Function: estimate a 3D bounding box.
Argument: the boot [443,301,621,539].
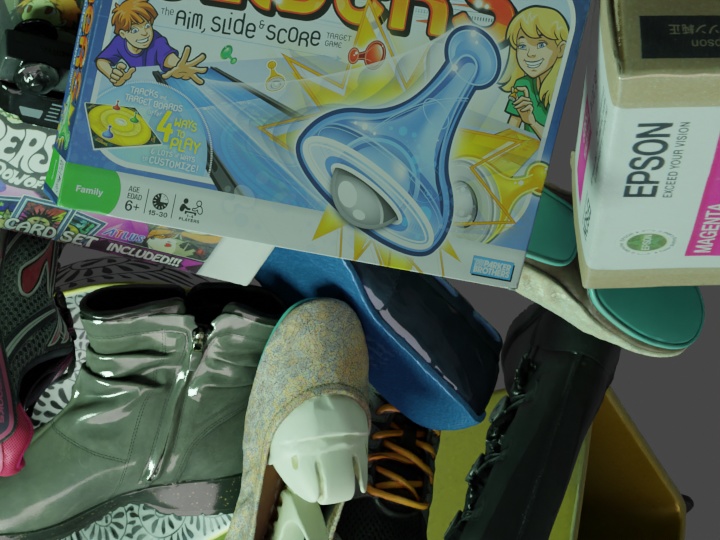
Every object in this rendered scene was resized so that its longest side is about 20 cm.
[{"bbox_3d":[0.090,0.112,1.032,0.065,0.201,0.165,19,150,5],"label":"boot"}]

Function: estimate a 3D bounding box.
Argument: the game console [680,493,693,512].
[{"bbox_3d":[0.129,0.232,1.392,0.199,0.172,0.118,12,179,-21],"label":"game console"}]

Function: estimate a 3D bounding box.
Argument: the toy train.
[{"bbox_3d":[-0.057,-0.060,0.769,0.199,0.034,0.046,12,139,-23],"label":"toy train"}]

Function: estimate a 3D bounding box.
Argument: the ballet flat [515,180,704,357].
[{"bbox_3d":[0.100,-0.012,0.959,0.199,0.068,0.062,30,161,-36],"label":"ballet flat"}]

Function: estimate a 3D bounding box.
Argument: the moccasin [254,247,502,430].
[{"bbox_3d":[0.000,0.000,0.953,0.080,0.068,0.200,-6,133,44],"label":"moccasin"}]

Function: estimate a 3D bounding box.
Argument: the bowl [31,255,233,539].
[{"bbox_3d":[-0.135,0.059,1.024,0.199,0.094,0.202,-6,129,-8],"label":"bowl"}]

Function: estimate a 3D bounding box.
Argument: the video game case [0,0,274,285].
[{"bbox_3d":[-0.100,-0.078,0.796,0.199,0.036,0.181,14,136,-26],"label":"video game case"}]

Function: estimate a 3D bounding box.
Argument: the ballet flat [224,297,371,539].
[{"bbox_3d":[-0.027,0.111,0.932,0.068,0.067,0.201,-2,121,-26],"label":"ballet flat"}]

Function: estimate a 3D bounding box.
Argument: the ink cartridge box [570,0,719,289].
[{"bbox_3d":[0.182,-0.065,0.817,0.163,0.076,0.200,-2,155,2],"label":"ink cartridge box"}]

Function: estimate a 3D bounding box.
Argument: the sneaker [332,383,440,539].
[{"bbox_3d":[0.012,0.094,1.020,0.078,0.201,0.077,20,137,-28],"label":"sneaker"}]

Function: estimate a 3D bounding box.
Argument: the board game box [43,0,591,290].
[{"bbox_3d":[-0.014,-0.076,0.735,0.199,0.136,0.034,9,-170,-22],"label":"board game box"}]

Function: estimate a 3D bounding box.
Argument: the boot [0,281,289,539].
[{"bbox_3d":[-0.136,0.064,0.936,0.199,0.068,0.131,-7,124,-16],"label":"boot"}]

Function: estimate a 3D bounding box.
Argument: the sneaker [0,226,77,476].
[{"bbox_3d":[-0.161,0.019,0.861,0.074,0.201,0.081,20,135,0],"label":"sneaker"}]

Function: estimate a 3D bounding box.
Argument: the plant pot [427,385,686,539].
[{"bbox_3d":[0.085,0.200,1.221,0.199,0.197,0.194,-5,144,28],"label":"plant pot"}]
